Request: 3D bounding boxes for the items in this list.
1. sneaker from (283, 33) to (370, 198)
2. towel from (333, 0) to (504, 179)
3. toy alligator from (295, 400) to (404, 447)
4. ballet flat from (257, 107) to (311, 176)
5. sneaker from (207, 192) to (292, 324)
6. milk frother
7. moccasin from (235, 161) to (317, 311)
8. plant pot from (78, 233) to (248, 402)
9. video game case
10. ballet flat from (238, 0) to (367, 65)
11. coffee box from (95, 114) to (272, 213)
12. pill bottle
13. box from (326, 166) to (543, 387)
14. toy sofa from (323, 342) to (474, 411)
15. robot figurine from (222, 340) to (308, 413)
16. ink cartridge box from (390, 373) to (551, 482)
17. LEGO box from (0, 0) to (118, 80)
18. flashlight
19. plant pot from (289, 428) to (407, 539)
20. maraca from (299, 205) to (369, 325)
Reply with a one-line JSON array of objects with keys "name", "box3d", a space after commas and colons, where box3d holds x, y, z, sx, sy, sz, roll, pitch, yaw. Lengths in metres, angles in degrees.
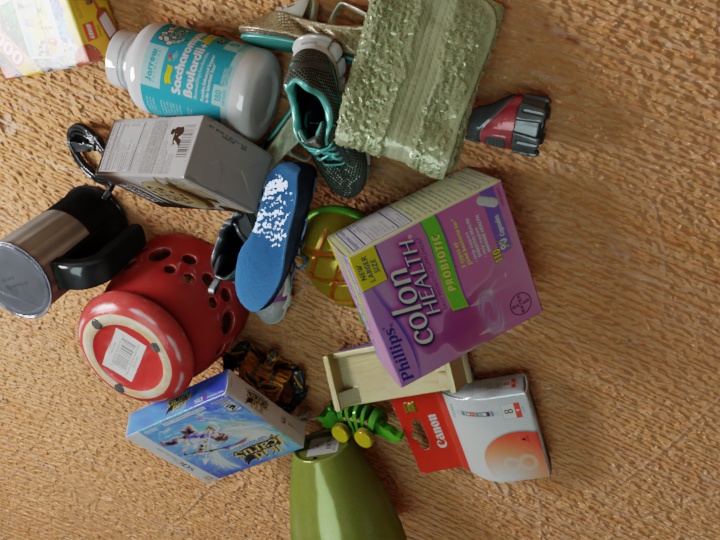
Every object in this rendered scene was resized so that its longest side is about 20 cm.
[{"name": "sneaker", "box3d": [-0.045, -0.157, 0.843, 0.077, 0.092, 0.201, -3, 130, 22]}, {"name": "towel", "box3d": [0.060, -0.212, 0.793, 0.147, 0.036, 0.202, 18, 92, 2]}, {"name": "toy alligator", "box3d": [-0.025, 0.219, 1.125, 0.198, 0.059, 0.055, 5, 122, 33]}, {"name": "ballet flat", "box3d": [-0.101, -0.146, 0.943, 0.062, 0.068, 0.200, 37, 126, -16]}, {"name": "sneaker", "box3d": [-0.158, 0.008, 1.004, 0.077, 0.140, 0.202, 8, 120, 24]}, {"name": "milk frother", "box3d": [-0.418, -0.073, 1.028, 0.179, 0.189, 0.202, -13, 114, 25]}, {"name": "moccasin", "box3d": [-0.092, -0.036, 0.905, 0.080, 0.068, 0.201, 38, 121, 19]}, {"name": "plant pot", "box3d": [-0.284, 0.076, 1.072, 0.198, 0.183, 0.203, 9, 123, 13]}, {"name": "video game case", "box3d": [-0.214, 0.240, 1.112, 0.198, 0.046, 0.181, -25, 133, 24]}, {"name": "ballet flat", "box3d": [-0.042, -0.277, 0.854, 0.197, 0.070, 0.066, 15, 96, 9]}, {"name": "coffee box", "box3d": [-0.221, -0.130, 0.918, 0.198, 0.081, 0.113, 8, 168, 43]}, {"name": "pill bottle", "box3d": [-0.204, -0.233, 0.901, 0.198, 0.111, 0.112, 17, 124, 10]}, {"name": "box", "box3d": [0.089, 0.004, 0.881, 0.198, 0.097, 0.178, -26, 112, -8]}, {"name": "toy sofa", "box3d": [0.055, 0.135, 1.049, 0.198, 0.097, 0.084, -14, 90, 28]}, {"name": "robot figurine", "box3d": [-0.166, 0.203, 1.173, 0.144, 0.058, 0.201, 25, 125, 0]}, {"name": "ink cartridge box", "box3d": [0.156, 0.234, 1.055, 0.198, 0.050, 0.164, -14, 119, 15]}, {"name": "LEGO box", "box3d": [-0.406, -0.355, 0.925, 0.147, 0.077, 0.202, -3, 118, 22]}, {"name": "flashlight", "box3d": [0.113, -0.183, 0.845, 0.198, 0.068, 0.069, 18, 115, 17]}, {"name": "plant pot", "box3d": [-0.036, 0.356, 1.157, 0.185, 0.187, 0.203, -6, 108, 23]}, {"name": "maraca", "box3d": [0.000, 0.000, 0.964, 0.136, 0.107, 0.200, -27, 111, 41]}]
